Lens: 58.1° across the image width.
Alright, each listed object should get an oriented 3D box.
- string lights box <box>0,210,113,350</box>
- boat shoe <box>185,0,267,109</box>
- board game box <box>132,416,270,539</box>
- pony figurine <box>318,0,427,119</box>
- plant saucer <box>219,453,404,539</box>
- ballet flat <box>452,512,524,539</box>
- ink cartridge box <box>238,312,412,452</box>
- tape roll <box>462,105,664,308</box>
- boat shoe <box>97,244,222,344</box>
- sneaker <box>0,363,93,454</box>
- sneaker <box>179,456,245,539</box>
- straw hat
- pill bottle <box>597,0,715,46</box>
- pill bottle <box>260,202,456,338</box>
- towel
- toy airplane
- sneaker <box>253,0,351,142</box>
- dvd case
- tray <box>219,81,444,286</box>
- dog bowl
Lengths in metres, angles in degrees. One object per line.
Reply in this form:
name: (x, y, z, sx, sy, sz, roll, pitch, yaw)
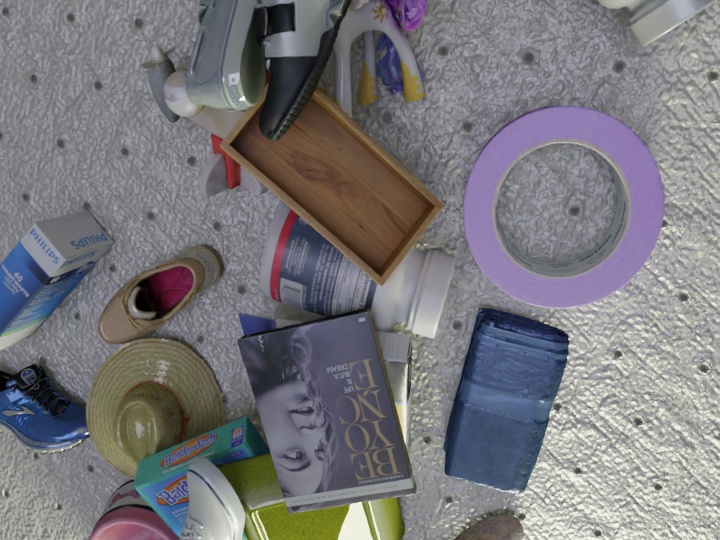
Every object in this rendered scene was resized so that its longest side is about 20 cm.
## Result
string lights box: (-0.415, 0.019, 0.822, 0.199, 0.103, 0.059, -42, 91, 18)
boat shoe: (-0.117, -0.234, 0.591, 0.070, 0.070, 0.205, 0, 62, 12)
board game box: (-0.162, 0.288, 0.807, 0.149, 0.045, 0.203, -22, 122, 6)
pony figurine: (0.006, -0.257, 0.632, 0.191, 0.166, 0.203, -30, 129, -18)
plant saucer: (-0.050, 0.297, 0.774, 0.195, 0.048, 0.203, -14, 122, -1)
ballet flat: (0.122, 0.377, 0.802, 0.199, 0.067, 0.068, -42, 92, 18)
ink cartridge box: (-0.038, 0.140, 0.750, 0.195, 0.048, 0.200, 5, 135, 9)
tape roll: (0.207, -0.067, 0.680, 0.195, 0.066, 0.205, 3, 104, 11)
boat shoe: (-0.265, 0.035, 0.809, 0.198, 0.069, 0.074, -34, 94, 18)
sneaker: (-0.445, 0.183, 0.882, 0.195, 0.079, 0.091, 13, 108, 10)
sneaker: (-0.174, 0.300, 0.731, 0.072, 0.070, 0.204, 21, 128, 31)
straw hat: (-0.269, 0.196, 0.817, 0.196, 0.085, 0.206, -1, 101, -4)
pill bottle: (0.246, -0.316, 0.587, 0.112, 0.113, 0.202, -31, 94, 18)
pill bottle: (0.000, 0.000, 0.714, 0.196, 0.120, 0.122, 17, 106, 8)
towel: (0.165, 0.152, 0.749, 0.109, 0.049, 0.205, 14, 105, 9)
toy airplane: (-0.153, -0.174, 0.695, 0.198, 0.140, 0.203, -25, 83, 37)
sneaker: (-0.058, -0.213, 0.540, 0.087, 0.074, 0.204, 22, 98, -7)
dvd case: (-0.034, 0.151, 0.677, 0.145, 0.016, 0.205, -12, 101, 13)
tray: (-0.026, -0.089, 0.617, 0.199, 0.037, 0.099, 40, 87, -11)
dog bowl: (-0.291, 0.398, 0.899, 0.195, 0.074, 0.205, 3, 104, 12)
